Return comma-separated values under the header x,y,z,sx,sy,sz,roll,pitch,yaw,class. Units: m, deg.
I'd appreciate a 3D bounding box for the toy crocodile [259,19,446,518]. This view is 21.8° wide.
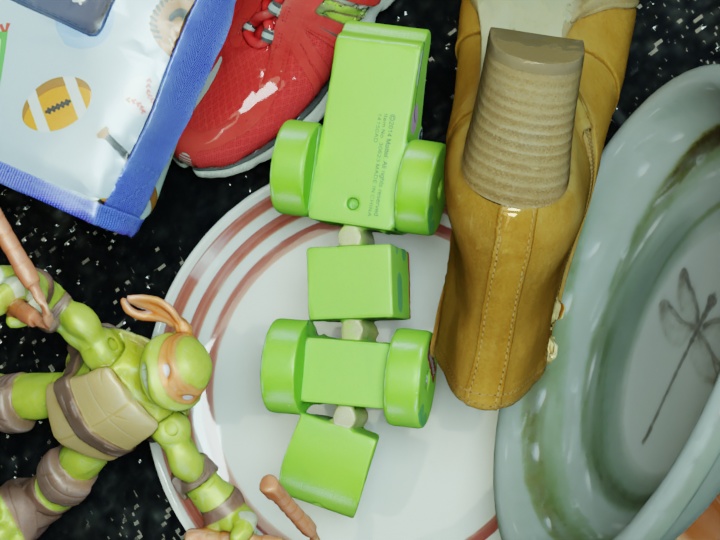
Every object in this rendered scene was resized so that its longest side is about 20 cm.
x,y,z,sx,sy,sz,roll,pitch,yaw,class
0.000,0.000,0.753,0.067,0.062,0.201,4,89,12,toy crocodile

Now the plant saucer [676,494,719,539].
x,y,z,sx,sy,sz,roll,pitch,yaw,class
0.197,0.039,0.724,0.199,0.032,0.201,-12,66,30,plant saucer

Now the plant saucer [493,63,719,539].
x,y,z,sx,sy,sz,roll,pitch,yaw,class
0.114,0.027,0.682,0.050,0.200,0.201,21,89,-14,plant saucer

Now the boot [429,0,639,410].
x,y,z,sx,sy,sz,roll,pitch,yaw,class
0.061,-0.041,0.741,0.070,0.201,0.145,12,115,6,boot

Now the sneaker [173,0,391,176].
x,y,z,sx,sy,sz,roll,pitch,yaw,class
-0.023,-0.130,0.780,0.077,0.085,0.200,40,92,13,sneaker

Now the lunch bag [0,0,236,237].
x,y,z,sx,sy,sz,roll,pitch,yaw,class
-0.124,-0.118,0.751,0.200,0.124,0.171,26,93,44,lunch bag

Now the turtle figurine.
x,y,z,sx,sy,sz,roll,pitch,yaw,class
-0.114,0.049,0.759,0.161,0.065,0.200,-24,118,40,turtle figurine

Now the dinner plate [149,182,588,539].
x,y,z,sx,sy,sz,roll,pitch,yaw,class
0.006,0.052,0.796,0.199,0.024,0.201,-1,84,12,dinner plate
